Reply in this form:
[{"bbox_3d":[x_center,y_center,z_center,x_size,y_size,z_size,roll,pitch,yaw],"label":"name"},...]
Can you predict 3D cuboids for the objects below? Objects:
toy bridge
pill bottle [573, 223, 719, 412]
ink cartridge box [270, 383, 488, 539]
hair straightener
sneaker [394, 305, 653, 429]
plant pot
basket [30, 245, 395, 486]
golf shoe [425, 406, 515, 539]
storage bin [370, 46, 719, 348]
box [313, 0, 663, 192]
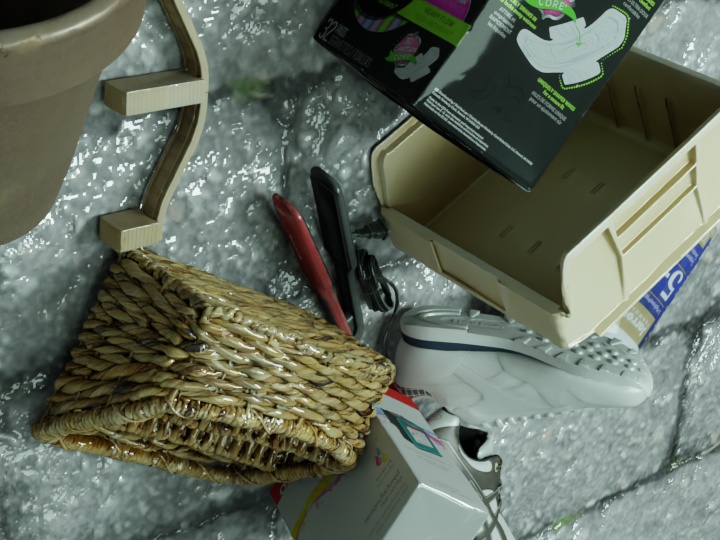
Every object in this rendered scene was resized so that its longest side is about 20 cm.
[{"bbox_3d":[-0.128,-0.113,1.007,0.067,0.027,0.202,-15,121,-40],"label":"toy bridge"},{"bbox_3d":[0.192,0.008,1.299,0.201,0.119,0.120,-56,136,-5],"label":"pill bottle"},{"bbox_3d":[0.003,0.156,1.155,0.067,0.200,0.117,26,103,-29],"label":"ink cartridge box"},{"bbox_3d":[0.000,0.000,1.171,0.077,0.041,0.201,-37,133,-15],"label":"hair straightener"},{"bbox_3d":[0.123,0.082,1.220,0.076,0.198,0.081,-33,131,-67],"label":"sneaker"},{"bbox_3d":[-0.213,-0.107,0.835,0.199,0.200,0.176,-22,142,-33],"label":"plant pot"},{"bbox_3d":[-0.088,0.092,1.069,0.199,0.142,0.150,24,94,-46],"label":"basket"},{"bbox_3d":[0.095,0.186,1.336,0.095,0.078,0.200,-53,137,-7],"label":"golf shoe"},{"bbox_3d":[0.141,-0.069,1.153,0.198,0.199,0.094,-41,136,-19],"label":"storage bin"},{"bbox_3d":[0.095,-0.185,1.063,0.124,0.148,0.201,33,95,-38],"label":"box"}]
